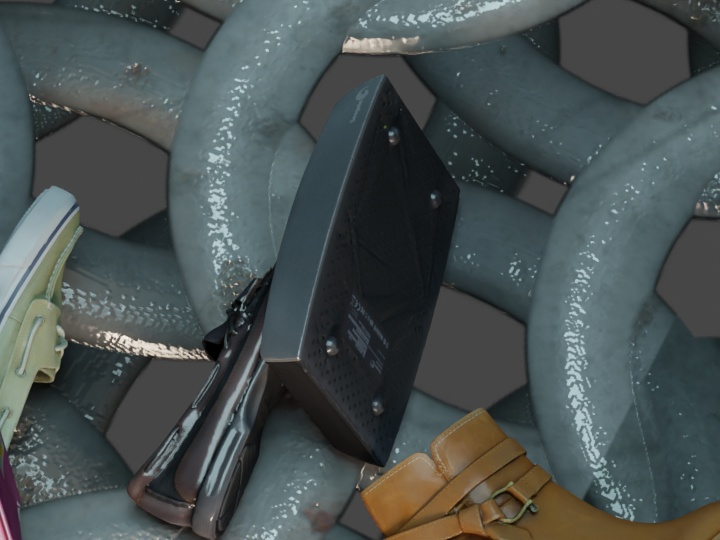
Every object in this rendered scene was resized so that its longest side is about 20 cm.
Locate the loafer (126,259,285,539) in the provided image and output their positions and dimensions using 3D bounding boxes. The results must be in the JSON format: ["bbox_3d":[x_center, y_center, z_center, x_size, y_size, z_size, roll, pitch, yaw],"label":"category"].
[{"bbox_3d":[-0.076,0.059,1.612,0.063,0.072,0.201,17,64,10],"label":"loafer"}]

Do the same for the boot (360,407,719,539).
[{"bbox_3d":[0.112,0.142,1.575,0.200,0.074,0.155,-28,69,-16],"label":"boot"}]

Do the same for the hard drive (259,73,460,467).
[{"bbox_3d":[0.000,0.000,1.618,0.042,0.135,0.201,-2,55,28],"label":"hard drive"}]

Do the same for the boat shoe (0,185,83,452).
[{"bbox_3d":[-0.206,0.046,1.616,0.062,0.072,0.201,26,72,-5],"label":"boat shoe"}]

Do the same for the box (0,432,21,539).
[{"bbox_3d":[-0.288,0.133,1.469,0.199,0.176,0.097,-17,104,-4],"label":"box"}]
